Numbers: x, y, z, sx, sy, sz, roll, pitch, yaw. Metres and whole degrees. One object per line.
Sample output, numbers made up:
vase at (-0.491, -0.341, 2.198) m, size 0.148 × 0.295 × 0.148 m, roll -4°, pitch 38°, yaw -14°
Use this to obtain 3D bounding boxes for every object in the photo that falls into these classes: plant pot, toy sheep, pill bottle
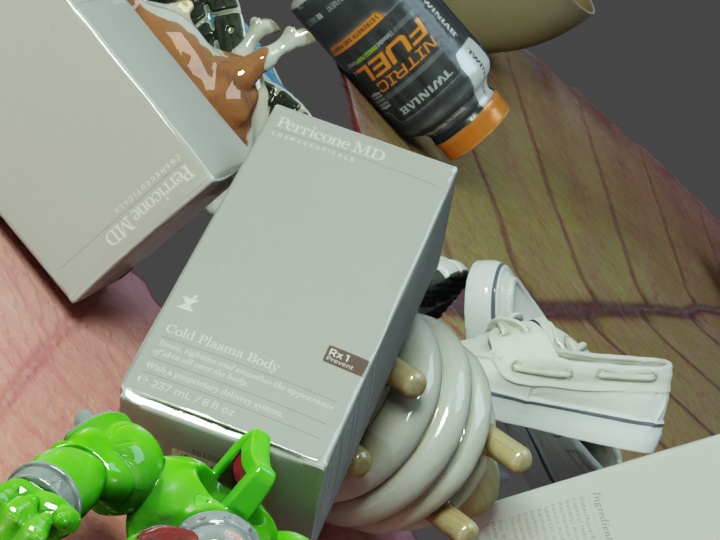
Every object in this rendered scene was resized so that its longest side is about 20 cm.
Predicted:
plant pot at (0.145, -0.317, 2.286) m, size 0.200 × 0.134 × 0.201 m, roll 45°, pitch 17°, yaw -18°
toy sheep at (0.007, 0.078, 1.119) m, size 0.200 × 0.138 × 0.138 m, roll 42°, pitch 19°, yaw -36°
pill bottle at (0.041, -0.191, 1.805) m, size 0.200 × 0.106 × 0.106 m, roll 47°, pitch 17°, yaw -11°

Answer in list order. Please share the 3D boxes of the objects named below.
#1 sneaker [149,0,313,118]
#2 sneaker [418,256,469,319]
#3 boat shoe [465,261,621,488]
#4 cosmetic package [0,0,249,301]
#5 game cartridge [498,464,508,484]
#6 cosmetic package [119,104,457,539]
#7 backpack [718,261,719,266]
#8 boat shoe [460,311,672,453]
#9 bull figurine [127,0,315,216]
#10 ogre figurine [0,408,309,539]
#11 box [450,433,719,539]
sneaker at (-0.094, -0.127, 1.426) m, size 0.201 × 0.078 × 0.090 m, roll 58°, pitch -1°, yaw 13°
sneaker at (0.000, 0.000, 1.274) m, size 0.080 × 0.074 × 0.200 m, roll 43°, pitch 9°, yaw 14°
boat shoe at (0.122, 0.071, 1.345) m, size 0.072 × 0.065 × 0.201 m, roll -67°, pitch 145°, yaw -45°
cosmetic package at (-0.161, -0.095, 1.066) m, size 0.200 × 0.107 × 0.090 m, roll 50°, pitch 16°, yaw 3°
game cartridge at (0.014, 0.065, 1.326) m, size 0.200 × 0.041 × 0.134 m, roll 39°, pitch 25°, yaw -35°
cosmetic package at (-0.033, 0.025, 1.005) m, size 0.106 × 0.090 × 0.201 m, roll 18°, pitch 53°, yaw 6°
backpack at (0.556, 0.027, 2.598) m, size 0.200 × 0.147 × 0.183 m, roll 34°, pitch 23°, yaw -35°
boat shoe at (0.097, 0.058, 1.253) m, size 0.199 × 0.066 × 0.072 m, roll 15°, pitch 5°, yaw -10°
bull figurine at (-0.106, -0.128, 1.290) m, size 0.200 × 0.122 × 0.065 m, roll 42°, pitch -13°, yaw -13°
ogre figurine at (-0.067, 0.128, 0.868) m, size 0.199 × 0.099 × 0.120 m, roll 18°, pitch 27°, yaw -7°
box at (0.176, 0.162, 1.219) m, size 0.152 × 0.199 × 0.107 m, roll 1°, pitch 71°, yaw -67°
